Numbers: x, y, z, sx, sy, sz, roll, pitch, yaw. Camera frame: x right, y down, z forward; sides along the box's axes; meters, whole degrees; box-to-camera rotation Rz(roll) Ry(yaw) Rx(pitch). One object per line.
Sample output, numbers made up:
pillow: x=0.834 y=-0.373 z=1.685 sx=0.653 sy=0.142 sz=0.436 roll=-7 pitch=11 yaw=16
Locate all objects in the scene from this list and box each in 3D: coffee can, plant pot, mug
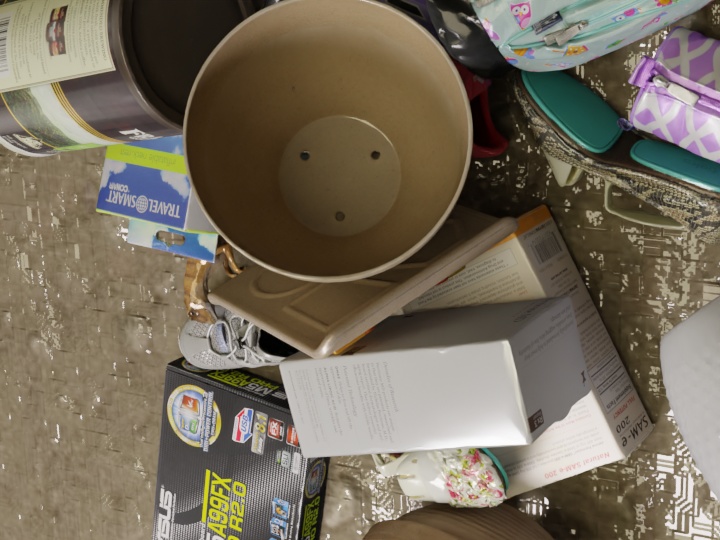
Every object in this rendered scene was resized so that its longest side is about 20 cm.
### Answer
coffee can: x=-0.198 y=-0.171 z=1.149 sx=0.199 sy=0.146 sz=0.147 roll=-3 pitch=103 yaw=41
plant pot: x=-0.018 y=-0.082 z=1.059 sx=0.199 sy=0.134 sz=0.201 roll=-1 pitch=81 yaw=4
plant pot: x=0.101 y=0.249 z=1.190 sx=0.200 sy=0.093 sz=0.201 roll=27 pitch=151 yaw=17
mug: x=0.318 y=0.083 z=1.022 sx=0.200 sy=0.148 sz=0.176 roll=-34 pitch=78 yaw=3

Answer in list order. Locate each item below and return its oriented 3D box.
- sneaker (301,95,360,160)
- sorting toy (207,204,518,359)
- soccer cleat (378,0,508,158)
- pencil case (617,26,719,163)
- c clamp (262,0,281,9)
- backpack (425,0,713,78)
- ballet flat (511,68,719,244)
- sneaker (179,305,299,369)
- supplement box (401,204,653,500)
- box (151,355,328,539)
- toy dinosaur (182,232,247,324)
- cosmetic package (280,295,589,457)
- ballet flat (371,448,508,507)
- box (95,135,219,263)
sneaker: x=-0.004 y=-0.161 z=1.154 sx=0.074 sy=0.087 sz=0.200 roll=36 pitch=119 yaw=16
sorting toy: x=0.000 y=0.000 z=1.110 sx=0.200 sy=0.185 sz=0.037 roll=18 pitch=136 yaw=58
soccer cleat: x=0.061 y=-0.166 z=1.094 sx=0.076 sy=0.067 sz=0.201 roll=14 pitch=140 yaw=31
pencil case: x=0.283 y=-0.103 z=1.007 sx=0.199 sy=0.085 sz=0.084 roll=25 pitch=95 yaw=20
c clamp: x=-0.064 y=-0.173 z=1.156 sx=0.027 sy=0.171 sz=0.200 roll=13 pitch=128 yaw=-15
backpack: x=0.156 y=-0.212 z=1.021 sx=0.199 sy=0.167 sz=0.127 roll=-22 pitch=101 yaw=20
ballet flat: x=0.190 y=-0.078 z=1.086 sx=0.200 sy=0.068 sz=0.075 roll=31 pitch=133 yaw=16
sneaker: x=-0.086 y=0.047 z=1.266 sx=0.199 sy=0.082 sz=0.075 roll=-16 pitch=96 yaw=32
supplement box: x=0.127 y=0.066 z=1.154 sx=0.126 sy=0.073 sz=0.201 roll=-25 pitch=91 yaw=33
box: x=-0.112 y=0.194 z=1.347 sx=0.160 sy=0.044 sz=0.201 roll=18 pitch=112 yaw=24
toy dinosaur: x=-0.131 y=-0.057 z=1.266 sx=0.106 sy=0.060 sz=0.201 roll=-7 pitch=79 yaw=6
cosmetic package: x=0.055 y=0.079 z=1.081 sx=0.199 sy=0.113 sz=0.082 roll=-10 pitch=100 yaw=32
ballet flat: x=0.049 y=0.152 z=1.174 sx=0.200 sy=0.064 sz=0.076 roll=27 pitch=144 yaw=65
box: x=-0.160 y=-0.115 z=1.239 sx=0.122 sy=0.048 sz=0.201 roll=13 pitch=94 yaw=41
